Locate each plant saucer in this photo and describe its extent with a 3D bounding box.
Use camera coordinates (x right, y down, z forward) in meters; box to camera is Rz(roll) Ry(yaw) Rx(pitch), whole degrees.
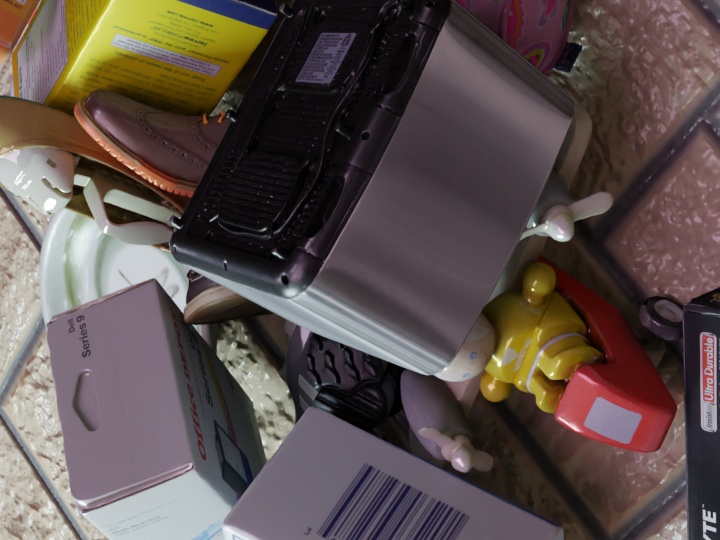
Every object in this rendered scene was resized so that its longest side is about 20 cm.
[{"bbox_3d":[-0.167,0.028,1.238,0.199,0.050,0.203,15,113,39],"label":"plant saucer"}]

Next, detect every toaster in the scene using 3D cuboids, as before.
[{"bbox_3d":[0.006,-0.056,0.885,0.199,0.118,0.182,14,76,61],"label":"toaster"}]

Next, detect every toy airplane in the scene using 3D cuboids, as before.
[{"bbox_3d":[0.077,0.019,0.944,0.198,0.140,0.202,-11,96,45],"label":"toy airplane"}]

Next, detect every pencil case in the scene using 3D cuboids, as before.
[{"bbox_3d":[0.039,-0.177,0.962,0.199,0.087,0.088,25,119,34],"label":"pencil case"}]

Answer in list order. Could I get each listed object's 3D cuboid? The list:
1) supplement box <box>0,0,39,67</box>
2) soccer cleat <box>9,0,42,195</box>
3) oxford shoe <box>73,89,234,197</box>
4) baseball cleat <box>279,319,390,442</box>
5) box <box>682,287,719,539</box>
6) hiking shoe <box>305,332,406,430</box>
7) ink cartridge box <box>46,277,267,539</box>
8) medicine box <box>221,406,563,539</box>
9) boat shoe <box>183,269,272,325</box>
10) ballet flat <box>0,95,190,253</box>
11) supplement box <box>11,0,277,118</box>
[{"bbox_3d":[-0.226,-0.244,1.109,0.068,0.202,0.066,30,164,-14],"label":"supplement box"},{"bbox_3d":[-0.241,-0.147,1.251,0.073,0.067,0.201,61,143,43],"label":"soccer cleat"},{"bbox_3d":[-0.089,-0.084,1.065,0.073,0.198,0.071,-62,19,20],"label":"oxford shoe"},{"bbox_3d":[-0.004,0.102,1.111,0.105,0.070,0.202,16,119,25],"label":"baseball cleat"},{"bbox_3d":[0.268,0.120,0.865,0.197,0.049,0.203,10,109,40],"label":"box"},{"bbox_3d":[0.000,0.000,1.049,0.074,0.086,0.203,0,94,30],"label":"hiking shoe"},{"bbox_3d":[-0.124,0.122,1.079,0.087,0.200,0.146,-22,56,7],"label":"ink cartridge box"},{"bbox_3d":[0.025,0.211,1.010,0.181,0.103,0.201,23,146,23],"label":"medicine box"},{"bbox_3d":[-0.086,-0.001,1.080,0.071,0.201,0.067,-12,87,0],"label":"boat shoe"},{"bbox_3d":[-0.182,-0.060,1.076,0.069,0.198,0.064,-43,43,37],"label":"ballet flat"},{"bbox_3d":[-0.151,-0.159,1.097,0.200,0.108,0.110,-48,39,41],"label":"supplement box"}]
